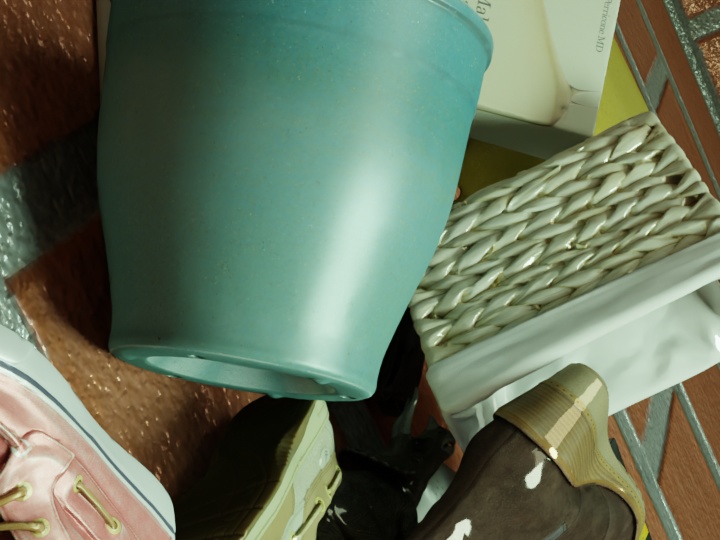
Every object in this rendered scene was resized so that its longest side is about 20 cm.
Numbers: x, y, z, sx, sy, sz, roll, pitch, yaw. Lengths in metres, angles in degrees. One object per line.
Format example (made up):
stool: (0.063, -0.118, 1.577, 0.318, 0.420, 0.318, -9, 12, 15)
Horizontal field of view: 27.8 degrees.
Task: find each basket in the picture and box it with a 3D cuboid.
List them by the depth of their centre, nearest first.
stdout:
basket: (0.125, 0.013, 0.879, 0.124, 0.199, 0.136, 65, 3, 28)

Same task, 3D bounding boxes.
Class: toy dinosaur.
toy dinosaur: (-0.004, 0.152, 0.839, 0.103, 0.077, 0.200, 56, 31, 7)

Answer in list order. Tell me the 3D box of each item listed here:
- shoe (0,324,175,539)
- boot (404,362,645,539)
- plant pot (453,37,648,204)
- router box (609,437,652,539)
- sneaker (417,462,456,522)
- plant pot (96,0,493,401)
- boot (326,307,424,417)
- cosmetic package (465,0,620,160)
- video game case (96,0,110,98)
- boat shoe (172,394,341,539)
shoe: (-0.135, 0.096, 0.565, 0.200, 0.071, 0.091, 52, 22, -44)
boot: (0.084, 0.157, 0.833, 0.072, 0.166, 0.201, 33, -23, 34)
plant pot: (0.103, -0.111, 1.079, 0.195, 0.194, 0.200, 59, 17, -22)
router box: (0.196, 0.243, 1.208, 0.200, 0.052, 0.158, -22, 92, -67)
sneaker: (0.085, 0.165, 0.984, 0.200, 0.087, 0.075, 41, 38, -47)
plant pot: (-0.043, -0.037, 0.729, 0.200, 0.199, 0.189, 27, 68, -58)
boot: (0.000, 0.000, 0.933, 0.174, 0.069, 0.202, -1, 97, -66)
cosmetic package: (0.052, -0.147, 0.912, 0.073, 0.199, 0.104, 145, -42, -76)
video game case: (-0.099, -0.127, 0.899, 0.182, 0.023, 0.201, 37, 39, -52)
boat shoe: (-0.051, 0.129, 0.725, 0.067, 0.074, 0.200, 65, 28, -16)
